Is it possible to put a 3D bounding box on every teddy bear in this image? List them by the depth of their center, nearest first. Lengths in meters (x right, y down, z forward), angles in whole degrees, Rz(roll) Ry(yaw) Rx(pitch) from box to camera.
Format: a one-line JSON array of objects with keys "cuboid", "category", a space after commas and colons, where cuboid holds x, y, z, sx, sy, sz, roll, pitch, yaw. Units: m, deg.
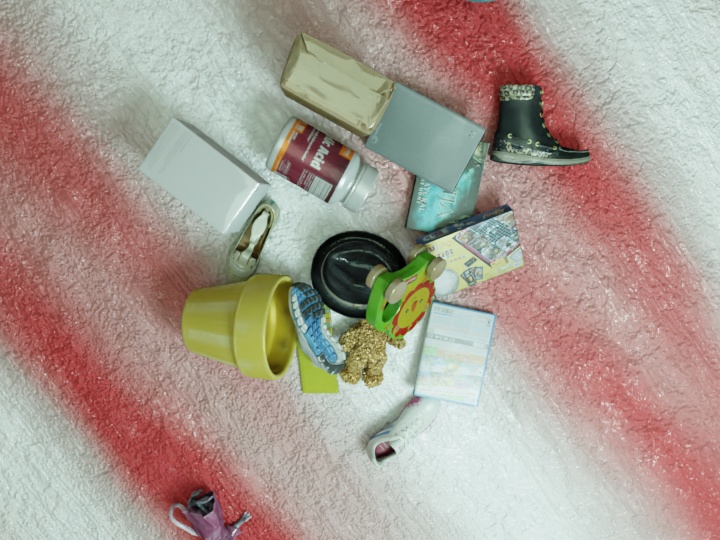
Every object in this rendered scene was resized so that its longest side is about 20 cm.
[{"cuboid": [0.021, 0.154, 1.288, 0.144, 0.067, 0.201, 28, 98, -10], "category": "teddy bear"}]

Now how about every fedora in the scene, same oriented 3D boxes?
[{"cuboid": [0.000, 0.000, 1.218, 0.199, 0.092, 0.203, 1, 77, -4], "category": "fedora"}]

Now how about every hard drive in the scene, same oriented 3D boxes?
[{"cuboid": [0.125, -0.259, 1.209, 0.199, 0.033, 0.140, 29, 102, 7], "category": "hard drive"}]

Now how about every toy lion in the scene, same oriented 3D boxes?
[{"cuboid": [0.082, 0.058, 1.190, 0.068, 0.199, 0.193, 35, 129, 28], "category": "toy lion"}]

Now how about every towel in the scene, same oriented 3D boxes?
[{"cuboid": [-0.094, 0.163, 1.303, 0.085, 0.018, 0.202, -2, 102, 17], "category": "towel"}]

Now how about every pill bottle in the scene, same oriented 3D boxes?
[{"cuboid": [-0.072, -0.200, 1.194, 0.199, 0.114, 0.115, 28, 98, -8], "category": "pill bottle"}]

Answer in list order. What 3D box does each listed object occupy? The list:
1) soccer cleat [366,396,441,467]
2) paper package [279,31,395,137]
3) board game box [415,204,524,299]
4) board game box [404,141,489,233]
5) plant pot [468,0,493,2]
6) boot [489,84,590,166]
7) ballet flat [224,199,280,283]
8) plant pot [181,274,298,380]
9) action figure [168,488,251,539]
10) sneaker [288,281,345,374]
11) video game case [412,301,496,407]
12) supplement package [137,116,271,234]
[{"cuboid": [0.098, 0.346, 1.316, 0.200, 0.086, 0.070, -42, 100, 5], "category": "soccer cleat"}, {"cuboid": [-0.046, -0.332, 1.127, 0.190, 0.200, 0.104, 27, 99, -8], "category": "paper package"}, {"cuboid": [0.225, -0.037, 1.258, 0.198, 0.035, 0.136, -20, 120, 1], "category": "board game box"}, {"cuboid": [0.175, -0.172, 1.255, 0.134, 0.028, 0.202, 10, 100, -4], "category": "board game box"}, {"cuboid": [0.216, -0.584, 1.127, 0.198, 0.135, 0.202, 0, 100, -2], "category": "plant pot"}, {"cuboid": [0.361, -0.285, 1.222, 0.201, 0.073, 0.155, 2, 98, -3], "category": "boot"}, {"cuboid": [-0.224, -0.051, 1.240, 0.067, 0.062, 0.201, 24, 99, -6], "category": "ballet flat"}, {"cuboid": [-0.238, 0.104, 1.210, 0.187, 0.201, 0.203, 4, 101, 12], "category": "plant pot"}, {"cuboid": [-0.309, 0.575, 1.315, 0.148, 0.134, 0.201, -23, 98, 2], "category": "action figure"}, {"cuboid": [-0.107, 0.119, 1.244, 0.075, 0.086, 0.201, -30, 107, -37], "category": "sneaker"}, {"cuboid": [0.200, 0.178, 1.310, 0.142, 0.018, 0.202, 12, 90, -5], "category": "video game case"}, {"cuboid": [-0.291, -0.176, 1.173, 0.199, 0.121, 0.120, 37, 96, -1], "category": "supplement package"}]
